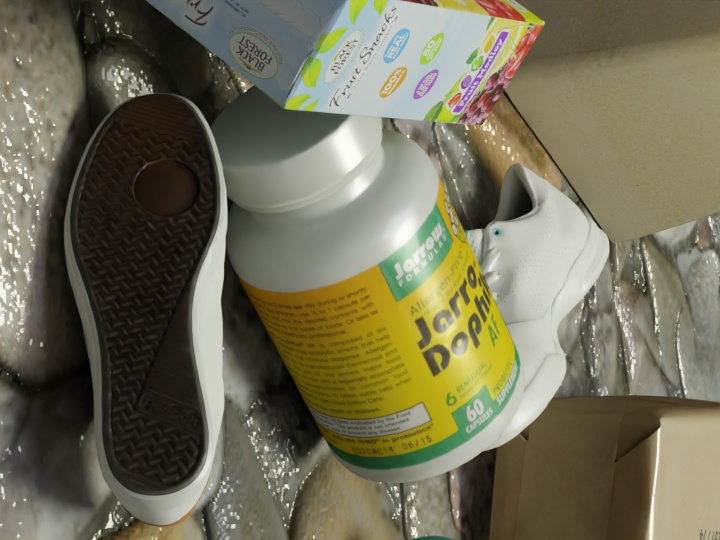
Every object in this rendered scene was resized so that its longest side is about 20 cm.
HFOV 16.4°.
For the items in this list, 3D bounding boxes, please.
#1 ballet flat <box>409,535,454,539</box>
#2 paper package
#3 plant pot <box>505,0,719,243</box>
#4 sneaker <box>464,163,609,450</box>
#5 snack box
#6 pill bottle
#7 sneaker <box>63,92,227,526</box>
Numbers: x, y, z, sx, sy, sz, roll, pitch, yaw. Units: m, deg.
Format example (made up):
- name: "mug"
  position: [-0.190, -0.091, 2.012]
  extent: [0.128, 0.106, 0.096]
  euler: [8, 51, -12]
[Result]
- name: "ballet flat"
  position: [-0.004, 0.207, 1.263]
  extent: [0.200, 0.069, 0.071]
  euler: [-39, 137, -53]
- name: "paper package"
  position: [0.162, 0.172, 1.500]
  extent: [0.200, 0.103, 0.191]
  euler: [6, 89, -63]
- name: "plant pot"
  position: [0.222, -0.158, 1.615]
  extent: [0.200, 0.177, 0.200]
  euler: [48, 45, -46]
- name: "sneaker"
  position: [0.078, 0.019, 1.448]
  extent: [0.089, 0.075, 0.200]
  euler: [49, 40, -22]
- name: "snack box"
  position: [-0.031, -0.141, 1.159]
  extent: [0.068, 0.169, 0.200]
  euler: [-58, 156, 16]
- name: "pill bottle"
  position: [0.000, 0.000, 1.245]
  extent: [0.200, 0.113, 0.113]
  euler: [64, 35, -32]
- name: "sneaker"
  position: [-0.098, 0.020, 1.132]
  extent: [0.085, 0.073, 0.200]
  euler: [96, -5, -67]
